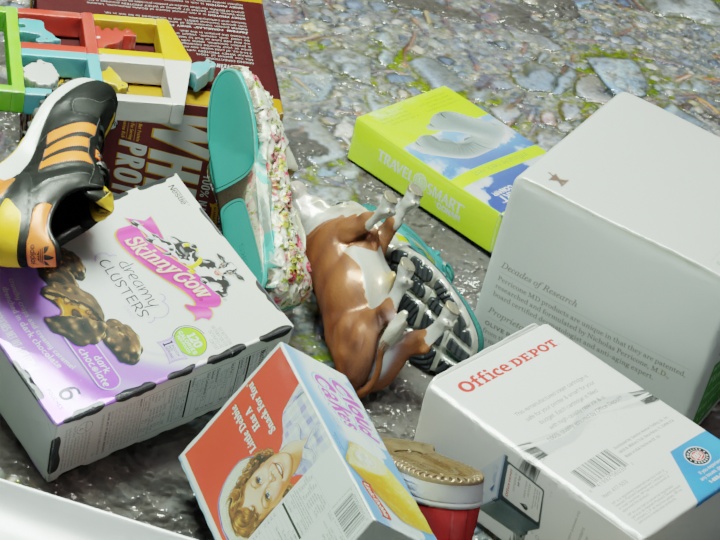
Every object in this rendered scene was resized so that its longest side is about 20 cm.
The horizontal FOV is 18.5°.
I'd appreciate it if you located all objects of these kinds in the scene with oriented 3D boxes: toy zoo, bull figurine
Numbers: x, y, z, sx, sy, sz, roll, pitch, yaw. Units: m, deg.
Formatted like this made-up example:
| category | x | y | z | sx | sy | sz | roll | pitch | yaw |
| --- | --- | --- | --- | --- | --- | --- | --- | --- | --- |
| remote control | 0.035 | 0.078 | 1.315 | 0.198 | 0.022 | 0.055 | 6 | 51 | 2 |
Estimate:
| category | x | y | z | sx | sy | sz | roll | pitch | yaw |
| --- | --- | --- | --- | --- | --- | --- | --- | --- | --- |
| toy zoo | -0.212 | -0.160 | 1.713 | 0.200 | 0.020 | 0.131 | 3 | 35 | -15 |
| bull figurine | 0.000 | 0.000 | 1.702 | 0.065 | 0.121 | 0.200 | 15 | 45 | -43 |

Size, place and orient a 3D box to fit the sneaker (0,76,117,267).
| category | x | y | z | sx | sy | sz | roll | pitch | yaw |
| --- | --- | --- | --- | --- | --- | --- | --- | --- | --- |
| sneaker | -0.207 | -0.064 | 1.578 | 0.090 | 0.070 | 0.200 | 17 | 41 | 16 |

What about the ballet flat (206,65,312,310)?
| category | x | y | z | sx | sy | sz | roll | pitch | yaw |
| --- | --- | --- | --- | --- | --- | --- | --- | --- | --- |
| ballet flat | -0.076 | -0.058 | 1.695 | 0.064 | 0.076 | 0.200 | 9 | 69 | -44 |

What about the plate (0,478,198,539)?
| category | x | y | z | sx | sy | sz | roll | pitch | yaw |
| --- | --- | --- | --- | --- | --- | --- | --- | --- | --- |
| plate | -0.197 | 0.220 | 1.395 | 0.200 | 0.032 | 0.200 | 16 | 33 | 3 |

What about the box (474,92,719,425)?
| category | x | y | z | sx | sy | sz | roll | pitch | yaw |
| --- | --- | --- | --- | --- | --- | --- | --- | --- | --- |
| box | 0.227 | -0.003 | 1.748 | 0.200 | 0.172 | 0.199 | 28 | 36 | 20 |

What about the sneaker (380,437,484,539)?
| category | x | y | z | sx | sy | sz | roll | pitch | yaw |
| --- | --- | --- | --- | --- | --- | --- | --- | --- | --- |
| sneaker | 0.027 | 0.178 | 1.521 | 0.071 | 0.113 | 0.200 | 3 | 5 | -17 |

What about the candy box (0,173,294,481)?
| category | x | y | z | sx | sy | sz | roll | pitch | yaw |
| --- | --- | --- | --- | --- | --- | --- | --- | --- | --- |
| candy box | -0.177 | 0.037 | 1.586 | 0.200 | 0.072 | 0.168 | -22 | 58 | -30 |

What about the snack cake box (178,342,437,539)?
| category | x | y | z | sx | sy | sz | roll | pitch | yaw |
| --- | --- | --- | --- | --- | --- | --- | --- | --- | --- |
| snack cake box | -0.037 | 0.154 | 1.455 | 0.067 | 0.115 | 0.200 | 30 | 18 | -35 |

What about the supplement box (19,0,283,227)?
| category | x | y | z | sx | sy | sz | roll | pitch | yaw |
| --- | --- | --- | --- | --- | --- | --- | --- | --- | --- |
| supplement box | -0.179 | -0.136 | 1.827 | 0.197 | 0.133 | 0.200 | 5 | 35 | -13 |

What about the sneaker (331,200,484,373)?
| category | x | y | z | sx | sy | sz | roll | pitch | yaw |
| --- | --- | --- | --- | --- | --- | --- | --- | --- | --- |
| sneaker | 0.046 | 0.006 | 1.763 | 0.080 | 0.078 | 0.200 | 2 | 35 | -38 |

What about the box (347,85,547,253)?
| category | x | y | z | sx | sy | sz | roll | pitch | yaw |
| --- | --- | --- | --- | --- | --- | --- | --- | --- | --- |
| box | 0.101 | -0.084 | 1.933 | 0.200 | 0.048 | 0.122 | 35 | 40 | 30 |

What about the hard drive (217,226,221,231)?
| category | x | y | z | sx | sy | sz | roll | pitch | yaw |
| --- | --- | --- | --- | --- | --- | --- | --- | --- | --- |
| hard drive | -0.164 | 0.009 | 1.709 | 0.200 | 0.038 | 0.140 | 8 | 34 | -8 |

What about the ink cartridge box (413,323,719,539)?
| category | x | y | z | sx | sy | sz | roll | pitch | yaw |
| --- | --- | --- | --- | --- | --- | --- | --- | --- | --- |
| ink cartridge box | 0.157 | 0.140 | 1.593 | 0.200 | 0.086 | 0.146 | 34 | 38 | 29 |
